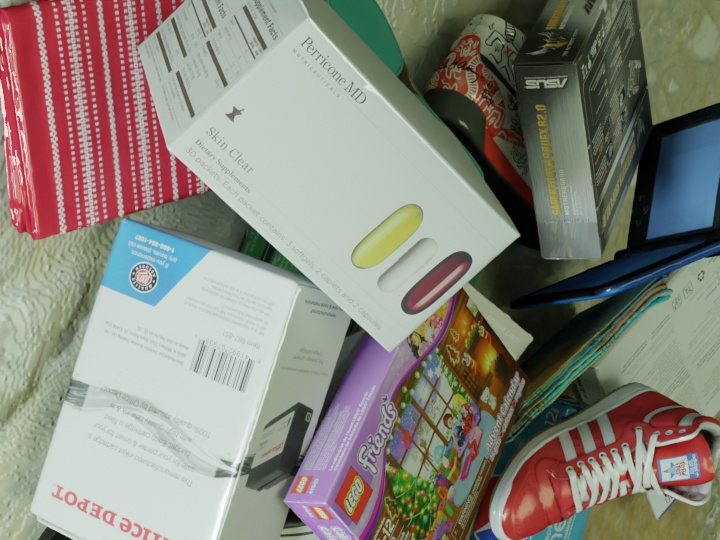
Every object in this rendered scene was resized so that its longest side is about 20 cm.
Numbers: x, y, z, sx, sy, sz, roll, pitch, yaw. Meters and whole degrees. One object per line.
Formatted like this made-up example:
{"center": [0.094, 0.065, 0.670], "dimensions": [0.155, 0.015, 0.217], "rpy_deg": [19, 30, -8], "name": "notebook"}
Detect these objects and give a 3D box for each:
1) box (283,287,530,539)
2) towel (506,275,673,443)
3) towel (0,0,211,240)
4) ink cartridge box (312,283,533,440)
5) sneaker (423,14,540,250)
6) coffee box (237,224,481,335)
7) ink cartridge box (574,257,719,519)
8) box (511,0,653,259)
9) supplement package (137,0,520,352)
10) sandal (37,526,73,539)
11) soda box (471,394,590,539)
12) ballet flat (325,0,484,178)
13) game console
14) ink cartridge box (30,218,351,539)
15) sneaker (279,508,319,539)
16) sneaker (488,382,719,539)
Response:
{"center": [0.037, 0.111, 1.119], "dimensions": [0.137, 0.039, 0.201], "rpy_deg": [51, 51, -34], "name": "box"}
{"center": [0.146, 0.082, 1.313], "dimensions": [0.200, 0.147, 0.022], "rpy_deg": [-39, 92, -25], "name": "towel"}
{"center": [-0.140, -0.111, 1.069], "dimensions": [0.199, 0.022, 0.146], "rpy_deg": [-19, 114, -38], "name": "towel"}
{"center": [0.017, 0.089, 1.224], "dimensions": [0.201, 0.050, 0.161], "rpy_deg": [-55, 137, -2], "name": "ink cartridge box"}
{"center": [0.118, -0.105, 1.267], "dimensions": [0.201, 0.067, 0.109], "rpy_deg": [47, 63, -46], "name": "sneaker"}
{"center": [0.000, 0.000, 1.213], "dimensions": [0.199, 0.044, 0.124], "rpy_deg": [23, 90, -43], "name": "coffee box"}
{"center": [0.279, 0.085, 1.490], "dimensions": [0.196, 0.043, 0.201], "rpy_deg": [-45, 131, -24], "name": "ink cartridge box"}
{"center": [0.170, -0.128, 1.256], "dimensions": [0.200, 0.048, 0.160], "rpy_deg": [-60, 144, -50], "name": "box"}
{"center": [-0.021, -0.079, 1.023], "dimensions": [0.111, 0.156, 0.200], "rpy_deg": [-42, 120, 10], "name": "supplement package"}
{"center": [-0.180, 0.258, 1.136], "dimensions": [0.075, 0.045, 0.202], "rpy_deg": [-18, 115, -36], "name": "sandal"}
{"center": [0.143, 0.203, 1.392], "dimensions": [0.067, 0.064, 0.202], "rpy_deg": [11, 95, -43], "name": "soda box"}
{"center": [0.009, -0.117, 1.160], "dimensions": [0.071, 0.071, 0.201], "rpy_deg": [-39, 100, -25], "name": "ballet flat"}
{"center": [0.208, -0.049, 1.275], "dimensions": [0.117, 0.200, 0.173], "rpy_deg": [11, 83, -15], "name": "game console"}
{"center": [-0.107, 0.086, 1.069], "dimensions": [0.084, 0.144, 0.202], "rpy_deg": [15, 94, -61], "name": "ink cartridge box"}
{"center": [-0.006, 0.190, 1.179], "dimensions": [0.199, 0.075, 0.116], "rpy_deg": [-9, 119, -39], "name": "sneaker"}
{"center": [0.199, 0.159, 1.306], "dimensions": [0.199, 0.112, 0.072], "rpy_deg": [-32, 122, -30], "name": "sneaker"}
